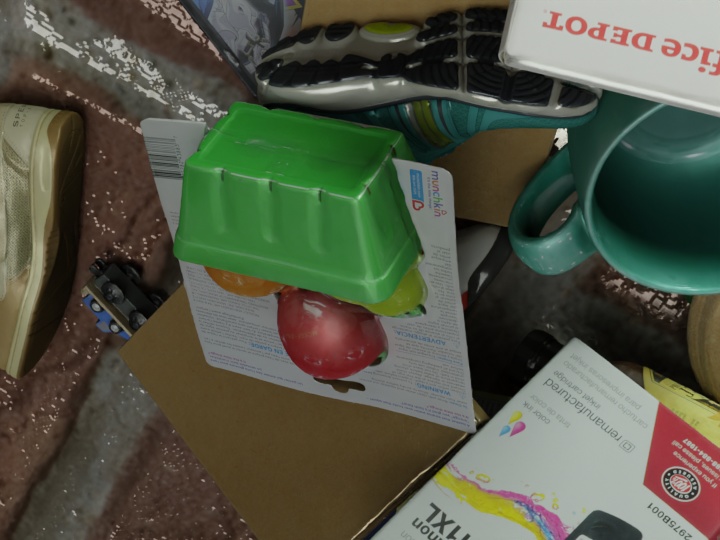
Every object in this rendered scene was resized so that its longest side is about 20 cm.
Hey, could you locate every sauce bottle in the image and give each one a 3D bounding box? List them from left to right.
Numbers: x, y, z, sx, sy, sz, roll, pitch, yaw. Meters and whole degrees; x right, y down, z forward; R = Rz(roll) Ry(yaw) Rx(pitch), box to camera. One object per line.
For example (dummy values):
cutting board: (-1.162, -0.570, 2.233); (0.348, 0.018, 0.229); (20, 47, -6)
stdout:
sauce bottle: (0.187, 0.098, 1.048); (0.200, 0.065, 0.065); (29, 123, 24)

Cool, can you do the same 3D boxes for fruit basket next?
fruit basket: (-0.023, 0.001, 0.931); (0.185, 0.094, 0.200); (12, 142, 23)

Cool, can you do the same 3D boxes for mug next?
mug: (0.180, -0.078, 0.940); (0.185, 0.114, 0.152); (0, 131, -4)

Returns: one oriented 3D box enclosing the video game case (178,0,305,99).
video game case: (-0.043, -0.227, 0.989); (0.200, 0.026, 0.181); (-32, 106, 26)

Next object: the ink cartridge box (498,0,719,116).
ink cartridge box: (0.159, -0.182, 0.804); (0.146, 0.083, 0.200); (14, 94, 2)

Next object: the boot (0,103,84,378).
boot: (-0.277, -0.032, 1.126); (0.155, 0.073, 0.200); (14, 118, 7)

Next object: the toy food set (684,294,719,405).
toy food set: (0.304, 0.037, 1.023); (0.200, 0.049, 0.198); (-22, 109, 24)

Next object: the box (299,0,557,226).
box: (0.042, -0.121, 0.960); (0.163, 0.021, 0.200); (11, 129, -2)

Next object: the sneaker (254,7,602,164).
sneaker: (0.040, -0.098, 0.926); (0.200, 0.078, 0.080); (2, 135, 20)

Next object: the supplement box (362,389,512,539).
supplement box: (0.107, 0.206, 1.114); (0.199, 0.134, 0.200); (11, 120, 9)

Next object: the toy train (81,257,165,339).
toy train: (-0.129, 0.071, 1.166); (0.046, 0.034, 0.200); (-28, 108, 39)

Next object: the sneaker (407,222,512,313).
sneaker: (-0.001, 0.001, 1.063); (0.108, 0.067, 0.201); (46, 130, -11)

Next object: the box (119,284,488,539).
box: (-0.041, 0.072, 1.029); (0.163, 0.021, 0.200); (-45, 73, 16)

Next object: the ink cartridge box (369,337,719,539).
ink cartridge box: (0.112, 0.163, 0.950); (0.146, 0.200, 0.083); (39, 162, 26)
